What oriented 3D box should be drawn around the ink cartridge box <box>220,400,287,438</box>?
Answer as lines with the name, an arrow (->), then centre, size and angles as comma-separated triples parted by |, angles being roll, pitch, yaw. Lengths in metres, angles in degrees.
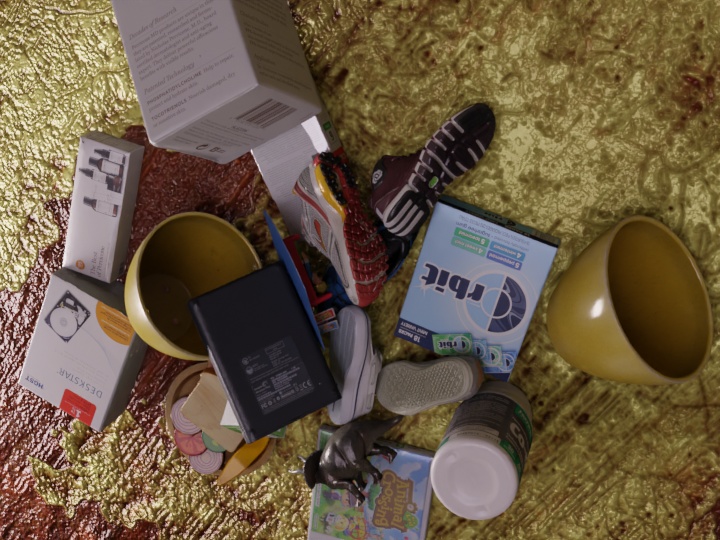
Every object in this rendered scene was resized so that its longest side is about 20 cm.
ink cartridge box -> -0.124, 0.126, 1.496 | 0.059, 0.103, 0.203 | 21, 74, -26

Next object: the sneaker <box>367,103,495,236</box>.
sneaker -> 0.077, -0.147, 1.388 | 0.200, 0.115, 0.076 | -48, 128, -3

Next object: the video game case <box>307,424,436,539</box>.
video game case -> 0.015, 0.339, 1.593 | 0.179, 0.022, 0.204 | 12, 111, 13

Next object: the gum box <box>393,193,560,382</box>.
gum box -> 0.152, 0.024, 1.433 | 0.167, 0.045, 0.203 | 21, 112, 10

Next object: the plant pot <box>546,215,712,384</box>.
plant pot -> 0.312, 0.052, 1.322 | 0.141, 0.200, 0.202 | -25, 100, 48

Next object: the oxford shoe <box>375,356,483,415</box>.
oxford shoe -> 0.092, 0.154, 1.465 | 0.199, 0.057, 0.077 | -17, 81, 49

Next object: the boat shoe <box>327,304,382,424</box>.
boat shoe -> -0.004, 0.125, 1.493 | 0.074, 0.066, 0.202 | 54, 145, 39

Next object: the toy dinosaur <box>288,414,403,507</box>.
toy dinosaur -> -0.014, 0.263, 1.523 | 0.102, 0.077, 0.200 | 38, 117, -5

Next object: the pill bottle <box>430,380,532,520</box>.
pill bottle -> 0.165, 0.227, 1.411 | 0.111, 0.200, 0.115 | 5, 110, 15

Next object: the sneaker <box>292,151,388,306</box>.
sneaker -> -0.027, -0.046, 1.382 | 0.082, 0.077, 0.203 | -34, 68, 36

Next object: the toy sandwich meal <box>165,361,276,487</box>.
toy sandwich meal -> -0.210, 0.226, 1.599 | 0.201, 0.070, 0.209 | 5, 109, 16

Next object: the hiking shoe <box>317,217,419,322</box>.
hiking shoe -> 0.000, 0.000, 1.445 | 0.074, 0.087, 0.201 | 35, 115, -7

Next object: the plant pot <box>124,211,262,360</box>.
plant pot -> -0.248, 0.038, 1.500 | 0.141, 0.199, 0.202 | -25, 101, 51

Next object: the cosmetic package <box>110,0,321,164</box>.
cosmetic package -> -0.177, -0.266, 1.341 | 0.164, 0.167, 0.203 | -24, 76, 23

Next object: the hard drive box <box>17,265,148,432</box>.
hard drive box -> -0.406, 0.112, 1.620 | 0.154, 0.077, 0.202 | 27, 114, 8

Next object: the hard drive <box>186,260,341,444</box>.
hard drive -> -0.126, 0.105, 1.422 | 0.138, 0.033, 0.203 | -23, 86, -18

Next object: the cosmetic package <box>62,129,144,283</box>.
cosmetic package -> -0.372, -0.091, 1.555 | 0.081, 0.051, 0.203 | 18, 112, 12

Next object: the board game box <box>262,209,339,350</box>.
board game box -> -0.073, 0.004, 1.431 | 0.038, 0.159, 0.202 | -24, 140, -8

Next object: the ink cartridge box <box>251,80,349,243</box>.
ink cartridge box -> -0.079, -0.150, 1.445 | 0.108, 0.050, 0.203 | -20, 102, 22
